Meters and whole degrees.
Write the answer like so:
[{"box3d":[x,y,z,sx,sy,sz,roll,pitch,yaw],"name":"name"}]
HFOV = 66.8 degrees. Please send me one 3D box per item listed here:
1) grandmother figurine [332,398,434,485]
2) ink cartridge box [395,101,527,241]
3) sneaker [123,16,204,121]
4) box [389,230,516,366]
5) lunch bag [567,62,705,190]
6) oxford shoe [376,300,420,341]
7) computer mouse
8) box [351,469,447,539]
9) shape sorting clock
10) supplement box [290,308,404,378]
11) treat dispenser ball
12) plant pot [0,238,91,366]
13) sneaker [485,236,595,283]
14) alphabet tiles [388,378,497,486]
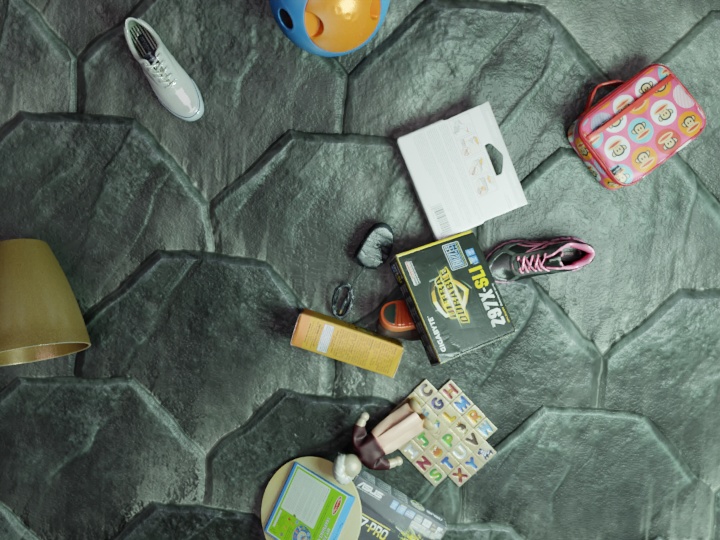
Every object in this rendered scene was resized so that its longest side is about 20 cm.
[{"box3d":[0.031,0.315,1.001,0.200,0.061,0.121,-36,84,-10],"name":"grandmother figurine"},{"box3d":[0.182,-0.177,0.992,0.176,0.045,0.200,-22,94,3],"name":"ink cartridge box"},{"box3d":[-0.356,-0.354,0.969,0.073,0.071,0.200,-37,93,3],"name":"sneaker"},{"box3d":[0.162,0.046,0.963,0.159,0.049,0.200,-18,79,-19],"name":"box"},{"box3d":[0.479,-0.262,0.970,0.200,0.082,0.176,-38,89,1],"name":"lunch bag"},{"box3d":[0.125,0.093,1.011,0.200,0.073,0.071,3,56,-12],"name":"oxford shoe"},{"box3d":[0.000,0.000,1.017,0.059,0.034,0.200,28,99,-18],"name":"computer mouse"},{"box3d":[0.039,0.497,1.041,0.200,0.049,0.161,31,92,0],"name":"box"},{"box3d":[-0.092,0.452,1.017,0.200,0.039,0.200,-6,72,20],"name":"shape sorting clock"},{"box3d":[-0.023,0.133,1.006,0.200,0.067,0.069,17,94,0],"name":"supplement box"},{"box3d":[-0.051,-0.458,0.895,0.200,0.201,0.201,0,94,0],"name":"treat dispenser ball"},{"box3d":[-0.589,0.052,0.961,0.186,0.186,0.200,-13,80,1],"name":"plant pot"},{"box3d":[0.323,-0.020,0.978,0.200,0.095,0.079,-12,96,3],"name":"sneaker"},{"box3d":[0.157,0.312,1.047,0.166,0.006,0.200,-43,93,4],"name":"alphabet tiles"}]
